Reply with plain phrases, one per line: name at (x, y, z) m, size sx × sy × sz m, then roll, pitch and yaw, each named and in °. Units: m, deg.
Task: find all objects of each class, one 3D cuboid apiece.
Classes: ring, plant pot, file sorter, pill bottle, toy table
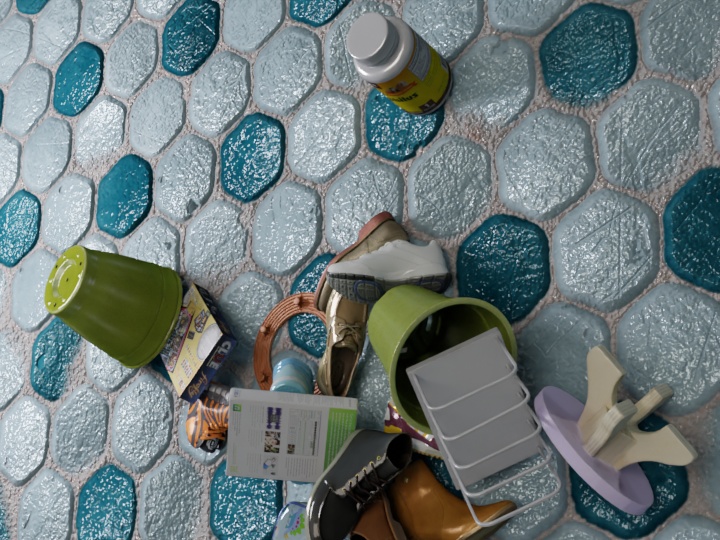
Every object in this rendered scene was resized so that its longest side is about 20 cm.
ring at (-0.106, 0.135, 1.706) m, size 0.197 × 0.019 × 0.204 m, roll -11°, pitch 70°, yaw 32°
plant pot at (0.097, 0.106, 1.472) m, size 0.202 × 0.198 × 0.190 m, roll -59°, pitch 28°, yaw 4°
file sorter at (0.168, 0.210, 1.340) m, size 0.137 × 0.203 × 0.125 m, roll -24°, pitch 21°, yaw -1°
pill bottle at (0.061, -0.335, 1.624) m, size 0.108 × 0.199 × 0.111 m, roll -10°, pitch 70°, yaw 30°
plant pot at (-0.460, 0.049, 1.833) m, size 0.198 × 0.192 × 0.204 m, roll -24°, pitch 51°, yaw 34°
toy table at (0.331, 0.201, 1.309) m, size 0.200 × 0.183 × 0.118 m, roll 45°, pitch 118°, yaw 13°

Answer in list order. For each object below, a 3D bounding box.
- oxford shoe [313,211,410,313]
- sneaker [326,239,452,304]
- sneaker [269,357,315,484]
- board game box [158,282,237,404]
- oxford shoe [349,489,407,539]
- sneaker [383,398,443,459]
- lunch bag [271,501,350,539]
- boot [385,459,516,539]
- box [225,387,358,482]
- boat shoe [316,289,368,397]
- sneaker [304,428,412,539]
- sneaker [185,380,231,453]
oxford shoe at (0.000, 0.000, 1.646) m, size 0.075 × 0.070 × 0.201 m, roll 45°, pitch 103°, yaw 28°
sneaker at (0.042, -0.002, 1.585) m, size 0.196 × 0.075 × 0.088 m, roll -2°, pitch 55°, yaw -9°
sneaker at (-0.098, 0.233, 1.629) m, size 0.078 × 0.203 × 0.131 m, roll -4°, pitch 26°, yaw 1°
board game box at (-0.294, 0.126, 1.782) m, size 0.136 × 0.034 × 0.200 m, roll -54°, pitch 34°, yaw 8°
oxford shoe at (0.010, 0.366, 1.486) m, size 0.201 × 0.070 × 0.073 m, roll -123°, pitch 26°, yaw -57°
sneaker at (0.119, 0.229, 1.494) m, size 0.197 × 0.075 × 0.092 m, roll 7°, pitch 85°, yaw 34°
lunch bag at (-0.068, 0.468, 1.542) m, size 0.159 × 0.082 × 0.204 m, roll 11°, pitch 82°, yaw 36°
boot at (0.119, 0.336, 1.464) m, size 0.200 × 0.070 × 0.146 m, roll -39°, pitch 58°, yaw 23°
box at (-0.106, 0.256, 1.549) m, size 0.196 × 0.037 × 0.147 m, roll 6°, pitch 117°, yaw -2°
boat shoe at (-0.020, 0.107, 1.608) m, size 0.064 × 0.070 × 0.204 m, roll -159°, pitch 78°, yaw -72°
sneaker at (-0.004, 0.310, 1.445) m, size 0.105 × 0.075 × 0.202 m, roll -16°, pitch 38°, yaw 50°
sneaker at (-0.226, 0.263, 1.721) m, size 0.198 × 0.077 × 0.114 m, roll 15°, pitch 88°, yaw 46°
